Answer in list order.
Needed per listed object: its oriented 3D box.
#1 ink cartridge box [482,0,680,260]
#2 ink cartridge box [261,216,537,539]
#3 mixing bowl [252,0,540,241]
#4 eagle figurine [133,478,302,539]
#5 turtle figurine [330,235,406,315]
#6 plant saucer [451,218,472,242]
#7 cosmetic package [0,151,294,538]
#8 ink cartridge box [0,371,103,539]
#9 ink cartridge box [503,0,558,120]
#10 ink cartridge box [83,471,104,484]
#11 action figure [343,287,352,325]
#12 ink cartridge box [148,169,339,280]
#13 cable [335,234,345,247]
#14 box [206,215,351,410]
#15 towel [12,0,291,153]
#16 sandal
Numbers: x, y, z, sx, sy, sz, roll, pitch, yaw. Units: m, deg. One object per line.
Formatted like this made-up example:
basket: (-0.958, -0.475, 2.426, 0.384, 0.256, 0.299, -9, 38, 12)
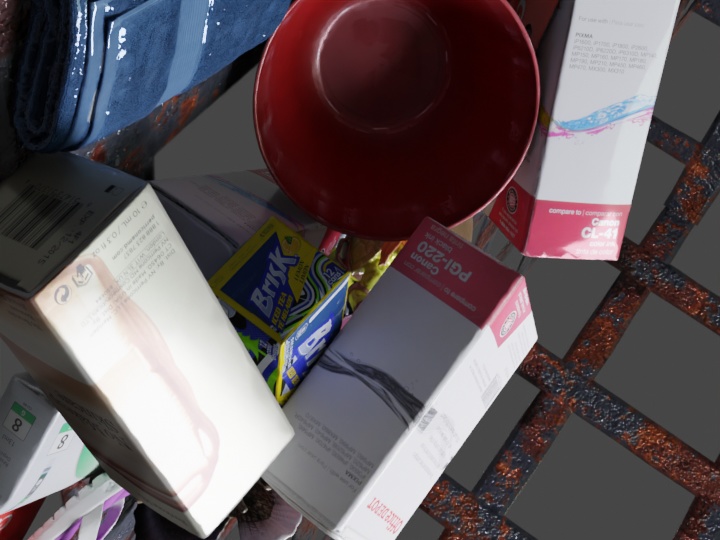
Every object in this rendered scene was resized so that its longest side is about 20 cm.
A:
ink cartridge box: (0.151, -0.127, 0.873, 0.148, 0.085, 0.202, -116, -146, -63)
ink cartridge box: (0.027, 0.085, 0.792, 0.201, 0.084, 0.146, -54, 159, -10)
mixing bowl: (0.021, -0.134, 0.842, 0.201, 0.198, 0.109, -61, -164, 20)
eagle figurine: (-0.135, 0.198, 1.104, 0.200, 0.150, 0.153, 113, -19, -62)
turtle figurine: (0.000, 0.000, 0.945, 0.161, 0.064, 0.201, -25, -146, 44)
plant saucer: (0.065, -0.005, 1.172, 0.200, 0.029, 0.202, -45, 144, -46)
cosmetic package: (-0.128, 0.042, 0.643, 0.087, 0.103, 0.201, -48, 134, -25)
ink cartridge box: (-0.234, 0.158, 0.848, 0.201, 0.050, 0.161, -61, 167, 10)
ink cartridge box: (0.087, -0.215, 0.892, 0.163, 0.056, 0.202, 110, -16, -48)
ink cartridge box: (-0.159, 0.104, 1.020, 0.200, 0.039, 0.100, -47, 163, -41)
action figure: (-0.077, 0.062, 1.165, 0.133, 0.150, 0.200, 7, 140, -44)
ink cartridge box: (-0.106, 0.011, 0.846, 0.149, 0.085, 0.200, -60, 165, 15)
cable: (0.017, -0.128, 1.046, 0.200, 0.069, 0.201, -49, 165, -36)
box: (-0.059, 0.056, 0.768, 0.070, 0.064, 0.201, -47, 164, -29)
towel: (-0.099, -0.137, 0.627, 0.200, 0.048, 0.112, -44, 163, -46)
sandal: (-0.205, 0.196, 0.906, 0.202, 0.050, 0.082, -42, 174, 17)
